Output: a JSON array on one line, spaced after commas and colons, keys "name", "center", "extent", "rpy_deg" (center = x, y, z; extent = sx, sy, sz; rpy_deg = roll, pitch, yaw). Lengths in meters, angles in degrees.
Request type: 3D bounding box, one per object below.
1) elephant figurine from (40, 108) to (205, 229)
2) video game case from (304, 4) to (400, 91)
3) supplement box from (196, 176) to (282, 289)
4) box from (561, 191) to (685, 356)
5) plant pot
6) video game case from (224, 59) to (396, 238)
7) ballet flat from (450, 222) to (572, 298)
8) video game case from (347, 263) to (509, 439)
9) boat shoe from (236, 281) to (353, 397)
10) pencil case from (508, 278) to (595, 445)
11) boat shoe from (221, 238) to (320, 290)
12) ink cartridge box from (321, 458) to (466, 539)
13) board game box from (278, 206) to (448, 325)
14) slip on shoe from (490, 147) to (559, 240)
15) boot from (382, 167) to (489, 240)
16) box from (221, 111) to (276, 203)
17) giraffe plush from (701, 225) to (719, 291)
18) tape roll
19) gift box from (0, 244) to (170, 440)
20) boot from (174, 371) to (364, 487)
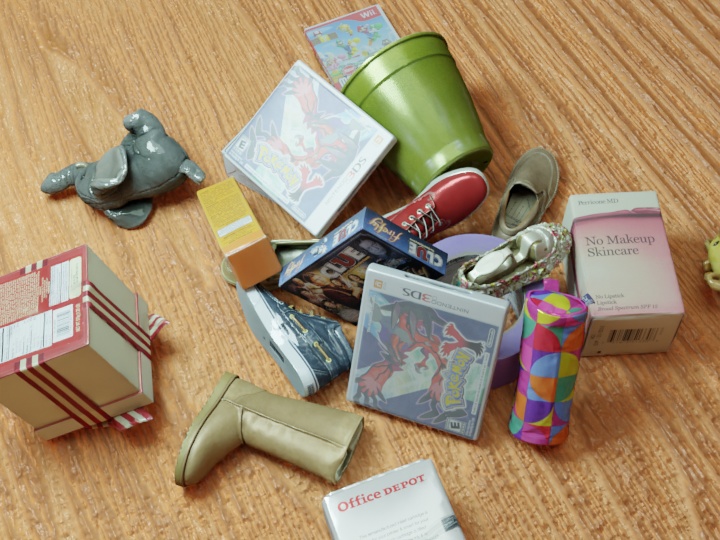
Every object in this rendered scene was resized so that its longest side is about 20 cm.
[{"name": "elephant figurine", "center": [-0.360, -0.134, 1.508], "extent": [0.200, 0.155, 0.142], "rpy_deg": [-41, 107, -10]}, {"name": "video game case", "center": [0.006, -0.357, 1.684], "extent": [0.142, 0.018, 0.201], "rpy_deg": [-21, 58, -10]}, {"name": "supplement box", "center": [-0.174, -0.058, 1.424], "extent": [0.068, 0.067, 0.200], "rpy_deg": [-28, 36, -6]}, {"name": "box", "center": [0.354, 0.003, 1.381], "extent": [0.126, 0.109, 0.202], "rpy_deg": [-3, 57, 1]}, {"name": "plant pot", "center": [0.095, -0.213, 1.499], "extent": [0.199, 0.201, 0.194], "rpy_deg": [-27, 71, -14]}, {"name": "video game case", "center": [-0.075, -0.178, 1.462], "extent": [0.200, 0.023, 0.183], "rpy_deg": [41, 95, 20]}, {"name": "ballet flat", "center": [0.205, -0.014, 1.326], "extent": [0.199, 0.064, 0.076], "rpy_deg": [-32, 60, -18]}, {"name": "video game case", "center": [0.081, 0.105, 1.275], "extent": [0.180, 0.202, 0.023], "rpy_deg": [16, 29, 13]}, {"name": "boat shoe", "center": [-0.090, 0.078, 1.383], "extent": [0.090, 0.071, 0.201], "rpy_deg": [-26, 62, -23]}, {"name": "pencil case", "center": [0.236, 0.119, 1.265], "extent": [0.087, 0.202, 0.089], "rpy_deg": [5, 22, -2]}, {"name": "boat shoe", "center": [-0.102, -0.016, 1.440], "extent": [0.198, 0.063, 0.074], "rpy_deg": [2, 57, 3]}, {"name": "ink cartridge box", "center": [0.053, 0.346, 1.186], "extent": [0.143, 0.085, 0.201], "rpy_deg": [-18, 59, -9]}, {"name": "board game box", "center": [0.000, 0.000, 1.321], "extent": [0.135, 0.200, 0.035], "rpy_deg": [28, 54, -24]}, {"name": "slip on shoe", "center": [0.245, -0.113, 1.490], "extent": [0.075, 0.061, 0.201], "rpy_deg": [22, 61, 16]}, {"name": "boot", "center": [0.087, -0.060, 1.381], "extent": [0.199, 0.073, 0.144], "rpy_deg": [-31, 13, 22]}, {"name": "box", "center": [-0.109, -0.208, 1.567], "extent": [0.116, 0.060, 0.200], "rpy_deg": [28, 63, 19]}, {"name": "giraffe plush", "center": [0.558, -0.029, 1.388], "extent": [0.160, 0.172, 0.202], "rpy_deg": [5, 91, 17]}, {"name": "tape roll", "center": [0.155, 0.056, 1.371], "extent": [0.198, 0.085, 0.202], "rpy_deg": [-1, 56, 2]}, {"name": "gift box", "center": [-0.360, 0.102, 1.299], "extent": [0.198, 0.187, 0.186], "rpy_deg": [-15, 54, 11]}, {"name": "boot", "center": [-0.116, 0.226, 1.284], "extent": [0.198, 0.066, 0.176], "rpy_deg": [19, 60, 13]}]
